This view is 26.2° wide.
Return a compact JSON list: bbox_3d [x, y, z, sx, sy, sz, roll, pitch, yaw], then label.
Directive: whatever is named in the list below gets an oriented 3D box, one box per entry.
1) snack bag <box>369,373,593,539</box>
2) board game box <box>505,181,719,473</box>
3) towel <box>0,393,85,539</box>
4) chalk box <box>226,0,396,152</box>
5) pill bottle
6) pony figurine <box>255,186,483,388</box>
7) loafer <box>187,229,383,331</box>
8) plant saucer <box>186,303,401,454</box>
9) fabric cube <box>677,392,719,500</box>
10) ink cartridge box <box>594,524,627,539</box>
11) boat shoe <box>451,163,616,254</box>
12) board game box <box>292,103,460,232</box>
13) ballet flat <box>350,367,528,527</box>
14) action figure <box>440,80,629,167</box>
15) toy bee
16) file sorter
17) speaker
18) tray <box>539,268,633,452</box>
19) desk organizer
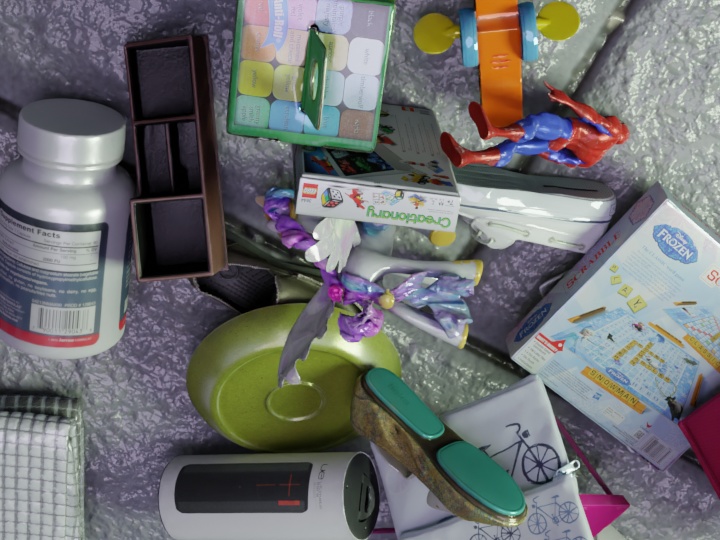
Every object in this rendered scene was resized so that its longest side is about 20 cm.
[{"bbox_3d":[0.108,0.207,1.344,0.187,0.021,0.202,-24,71,26],"label":"snack bag"},{"bbox_3d":[0.267,0.055,1.379,0.199,0.041,0.200,37,110,-21],"label":"board game box"},{"bbox_3d":[-0.344,0.212,1.471,0.163,0.086,0.202,3,113,-2],"label":"towel"},{"bbox_3d":[-0.040,-0.175,1.222,0.122,0.201,0.126,7,115,-3],"label":"chalk box"},{"bbox_3d":[-0.254,-0.038,1.333,0.118,0.120,0.202,8,114,-3],"label":"pill bottle"},{"bbox_3d":[0.000,0.000,1.306,0.198,0.194,0.168,16,118,-7],"label":"pony figurine"},{"bbox_3d":[-0.073,0.031,1.389,0.198,0.070,0.076,22,113,-9],"label":"loafer"},{"bbox_3d":[-0.060,0.109,1.407,0.197,0.031,0.201,-3,136,-3],"label":"plant saucer"},{"bbox_3d":[0.434,0.178,1.347,0.199,0.197,0.199,-39,135,18],"label":"fabric cube"},{"bbox_3d":[0.203,0.356,1.525,0.146,0.085,0.200,41,110,-16],"label":"ink cartridge box"},{"bbox_3d":[0.123,-0.049,1.347,0.197,0.074,0.068,9,113,-4],"label":"boat shoe"},{"bbox_3d":[0.008,-0.091,1.256,0.125,0.200,0.035,7,114,-6],"label":"board game box"},{"bbox_3d":[0.063,0.166,1.335,0.200,0.070,0.071,41,116,27],"label":"ballet flat"},{"bbox_3d":[0.156,-0.115,1.283,0.198,0.052,0.066,-1,143,-40],"label":"action figure"},{"bbox_3d":[0.118,-0.218,1.268,0.129,0.110,0.201,9,140,-12],"label":"toy bee"},{"bbox_3d":[0.117,0.229,1.428,0.200,0.139,0.126,-44,65,17],"label":"file sorter"},{"bbox_3d":[-0.083,0.210,1.432,0.198,0.081,0.082,-4,117,26],"label":"speaker"},{"bbox_3d":[0.253,0.067,1.427,0.107,0.022,0.201,-27,112,13],"label":"tray"},{"bbox_3d":[-0.158,-0.094,1.296,0.071,0.077,0.203,-5,95,3],"label":"desk organizer"}]
